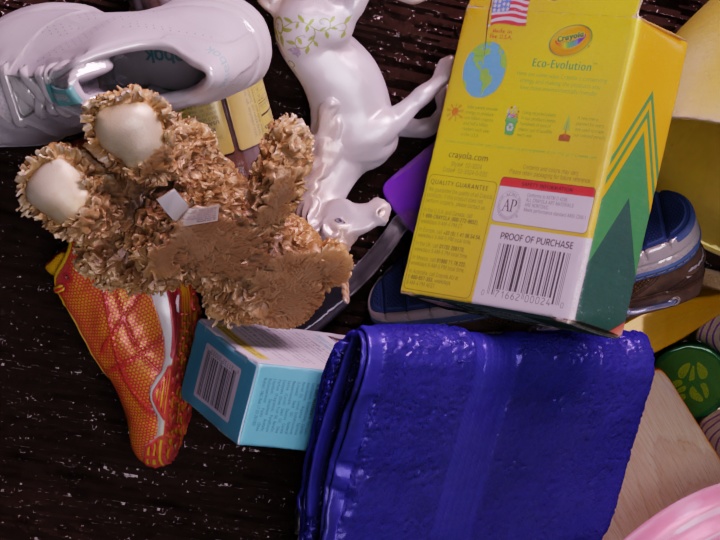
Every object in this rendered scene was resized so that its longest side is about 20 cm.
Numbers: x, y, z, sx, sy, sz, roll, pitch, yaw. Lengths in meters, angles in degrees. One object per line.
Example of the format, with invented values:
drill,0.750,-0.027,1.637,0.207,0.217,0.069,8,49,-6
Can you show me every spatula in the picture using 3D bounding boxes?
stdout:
spatula,0.000,0.000,1.535,0.200,0.021,0.057,-44,69,5

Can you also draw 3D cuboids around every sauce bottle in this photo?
sauce bottle,-0.080,-0.079,1.479,0.064,0.065,0.201,-16,106,-10

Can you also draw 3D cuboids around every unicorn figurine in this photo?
unicorn figurine,0.001,-0.100,1.497,0.137,0.074,0.201,-28,91,-7

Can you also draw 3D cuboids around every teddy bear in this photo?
teddy bear,-0.093,-0.036,1.399,0.199,0.067,0.145,13,123,-35

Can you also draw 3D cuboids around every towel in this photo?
towel,0.062,0.095,1.469,0.199,0.050,0.148,2,115,-30

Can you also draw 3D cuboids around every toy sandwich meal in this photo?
toy sandwich meal,0.184,0.095,1.583,0.204,0.070,0.206,-3,104,-13

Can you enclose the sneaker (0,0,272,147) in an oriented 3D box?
sneaker,-0.152,-0.103,1.408,0.199,0.089,0.076,-11,107,22

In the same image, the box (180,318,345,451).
box,0.004,0.072,1.502,0.199,0.082,0.049,8,103,-31

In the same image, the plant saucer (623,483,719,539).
plant saucer,0.205,0.217,1.581,0.200,0.051,0.201,-22,137,-22

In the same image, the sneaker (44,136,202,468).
sneaker,-0.136,0.016,1.497,0.077,0.073,0.201,-4,107,15

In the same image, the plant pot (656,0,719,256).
plant pot,0.255,-0.097,1.509,0.199,0.200,0.143,29,71,-18

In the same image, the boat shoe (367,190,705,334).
boat shoe,0.105,0.016,1.531,0.199,0.072,0.073,-12,128,13

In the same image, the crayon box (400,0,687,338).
crayon box,0.104,-0.071,1.443,0.051,0.127,0.201,18,84,-47

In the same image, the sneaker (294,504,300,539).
sneaker,-0.019,0.175,1.532,0.200,0.074,0.087,-47,146,2
